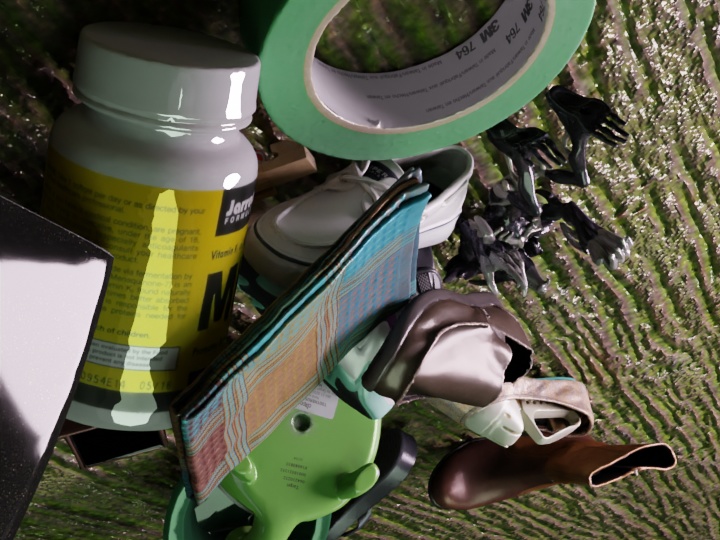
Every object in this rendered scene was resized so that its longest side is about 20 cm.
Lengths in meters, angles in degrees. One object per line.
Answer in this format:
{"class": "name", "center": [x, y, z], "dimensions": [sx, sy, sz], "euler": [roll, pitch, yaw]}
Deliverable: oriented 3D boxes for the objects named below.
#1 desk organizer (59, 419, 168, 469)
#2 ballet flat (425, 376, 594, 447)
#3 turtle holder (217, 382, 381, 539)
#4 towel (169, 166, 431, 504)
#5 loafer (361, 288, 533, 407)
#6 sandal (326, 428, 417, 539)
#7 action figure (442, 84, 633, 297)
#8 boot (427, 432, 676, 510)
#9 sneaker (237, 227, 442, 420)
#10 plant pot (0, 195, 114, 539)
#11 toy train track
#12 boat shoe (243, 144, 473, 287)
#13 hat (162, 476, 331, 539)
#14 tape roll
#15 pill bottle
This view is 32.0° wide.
{"class": "desk organizer", "center": [-0.249, 0.110, 0.931], "dimensions": [0.199, 0.077, 0.072], "euler": [-15, 150, -8]}
{"class": "ballet flat", "center": [0.153, 0.135, 1.210], "dimensions": [0.199, 0.067, 0.068], "euler": [4, 143, -33]}
{"class": "turtle holder", "center": [-0.057, 0.141, 0.994], "dimensions": [0.140, 0.186, 0.132], "euler": [-12, 176, -23]}
{"class": "towel", "center": [-0.032, 0.043, 0.733], "dimensions": [0.200, 0.022, 0.147], "euler": [-45, 162, -23]}
{"class": "loafer", "center": [0.072, 0.057, 0.863], "dimensions": [0.200, 0.071, 0.073], "euler": [-13, 137, -60]}
{"class": "sandal", "center": [-0.006, 0.236, 1.267], "dimensions": [0.043, 0.076, 0.200], "euler": [32, 126, -24]}
{"class": "action figure", "center": [0.124, -0.031, 0.893], "dimensions": [0.118, 0.102, 0.200], "euler": [-24, 151, -19]}
{"class": "boot", "center": [0.184, 0.206, 1.246], "dimensions": [0.187, 0.069, 0.200], "euler": [-7, -179, -21]}
{"class": "sneaker", "center": [0.000, 0.000, 0.890], "dimensions": [0.140, 0.078, 0.200], "euler": [-49, 137, -13]}
{"class": "plant pot", "center": [-0.252, 0.060, 0.556], "dimensions": [0.199, 0.178, 0.199], "euler": [-13, 155, 28]}
{"class": "toy train track", "center": [-0.126, -0.049, 0.795], "dimensions": [0.199, 0.033, 0.115], "euler": [-18, 157, 10]}
{"class": "boat shoe", "center": [0.003, -0.045, 0.807], "dimensions": [0.200, 0.073, 0.066], "euler": [-26, 148, -51]}
{"class": "hat", "center": [-0.132, 0.219, 1.235], "dimensions": [0.165, 0.176, 0.201], "euler": [-3, 109, -22]}
{"class": "tape roll", "center": [0.033, -0.144, 0.711], "dimensions": [0.199, 0.048, 0.201], "euler": [-14, 150, -8]}
{"class": "pill bottle", "center": [-0.118, -0.025, 0.682], "dimensions": [0.114, 0.114, 0.201], "euler": [0, 114, -30]}
